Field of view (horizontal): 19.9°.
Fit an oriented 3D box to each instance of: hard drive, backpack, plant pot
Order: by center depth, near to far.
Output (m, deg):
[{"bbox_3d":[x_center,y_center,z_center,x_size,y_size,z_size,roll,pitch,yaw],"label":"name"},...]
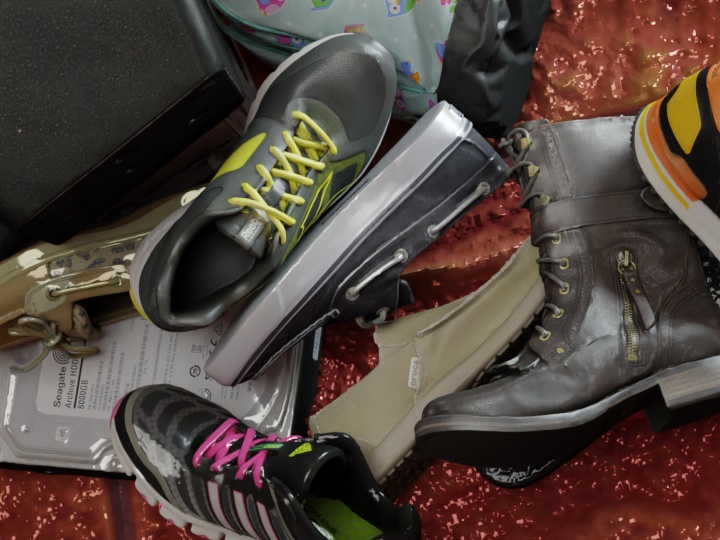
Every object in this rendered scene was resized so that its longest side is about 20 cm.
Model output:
[{"bbox_3d":[-0.169,-0.126,1.086,0.200,0.200,0.178,-39,87,-1],"label":"plant pot"},{"bbox_3d":[0.007,-0.172,1.183,0.199,0.127,0.167,16,80,15],"label":"backpack"},{"bbox_3d":[-0.123,0.055,1.216,0.199,0.038,0.140,4,77,19],"label":"hard drive"}]

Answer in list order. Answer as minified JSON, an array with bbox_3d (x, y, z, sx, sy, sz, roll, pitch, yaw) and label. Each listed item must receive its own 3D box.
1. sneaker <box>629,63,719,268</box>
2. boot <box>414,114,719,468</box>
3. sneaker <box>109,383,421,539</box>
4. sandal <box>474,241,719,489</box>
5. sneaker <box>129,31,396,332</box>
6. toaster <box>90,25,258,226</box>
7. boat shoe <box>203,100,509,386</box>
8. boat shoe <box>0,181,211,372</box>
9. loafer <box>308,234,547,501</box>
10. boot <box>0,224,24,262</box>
[{"bbox_3d":[0.234,-0.027,1.058,0.200,0.090,0.070,43,49,-8],"label":"sneaker"},{"bbox_3d":[0.105,0.005,1.081,0.199,0.069,0.175,-11,71,-15],"label":"boot"},{"bbox_3d":[-0.045,0.112,1.103,0.200,0.088,0.074,35,44,13],"label":"sneaker"},{"bbox_3d":[0.145,0.051,1.131,0.200,0.045,0.075,-33,70,9],"label":"sandal"},{"bbox_3d":[-0.045,-0.039,1.104,0.074,0.085,0.200,36,96,-15],"label":"sneaker"},{"bbox_3d":[-0.145,-0.128,1.230,0.129,0.114,0.200,-27,71,5],"label":"toaster"},{"bbox_3d":[0.000,0.000,1.128,0.068,0.072,0.200,44,89,-7],"label":"boat shoe"},{"bbox_3d":[-0.144,0.010,1.174,0.199,0.073,0.063,-23,77,6],"label":"boat shoe"},{"bbox_3d":[0.044,0.046,1.146,0.068,0.076,0.200,43,92,16],"label":"loafer"},{"bbox_3d":[-0.282,-0.028,1.263,0.200,0.073,0.151,31,97,35],"label":"boot"}]
